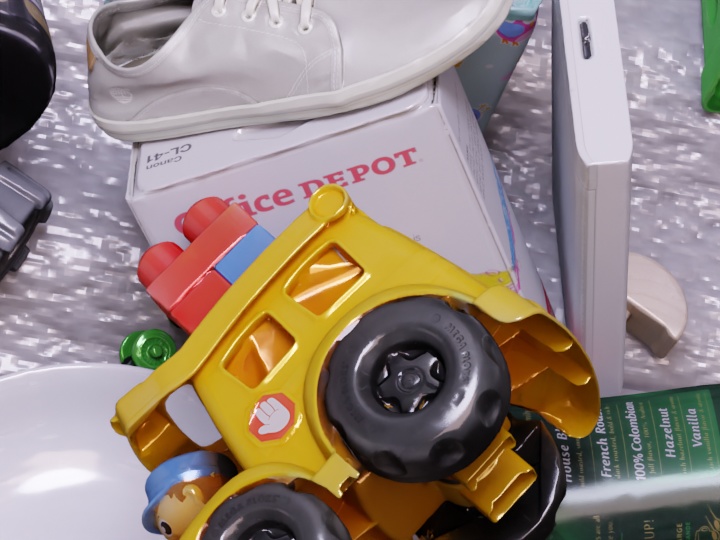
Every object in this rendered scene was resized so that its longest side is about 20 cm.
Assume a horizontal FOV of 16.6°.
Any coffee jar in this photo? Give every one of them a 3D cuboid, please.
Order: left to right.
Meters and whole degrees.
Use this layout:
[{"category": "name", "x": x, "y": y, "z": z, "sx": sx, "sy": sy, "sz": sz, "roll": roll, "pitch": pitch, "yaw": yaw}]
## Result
[{"category": "coffee jar", "x": 0.092, "y": 0.106, "z": 1.107, "sx": 0.199, "sy": 0.104, "sz": 0.086, "roll": -3, "pitch": 49, "yaw": -2}]

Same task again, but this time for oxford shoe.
[{"category": "oxford shoe", "x": -0.033, "y": -0.103, "z": 1.060, "sx": 0.199, "sy": 0.075, "sz": 0.058, "roll": -10, "pitch": 125, "yaw": 19}]

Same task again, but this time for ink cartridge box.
[{"category": "ink cartridge box", "x": 0.000, "y": 0.000, "z": 1.130, "sx": 0.147, "sy": 0.086, "sz": 0.200, "roll": -16, "pitch": 124, "yaw": 11}]

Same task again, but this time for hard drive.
[{"category": "hard drive", "x": 0.106, "y": -0.047, "z": 1.142, "sx": 0.026, "sy": 0.200, "sz": 0.132, "roll": -4, "pitch": 58, "yaw": 2}]

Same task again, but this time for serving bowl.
[{"category": "serving bowl", "x": -0.124, "y": 0.135, "z": 1.096, "sx": 0.199, "sy": 0.066, "sz": 0.200, "roll": 0, "pitch": 46, "yaw": 0}]

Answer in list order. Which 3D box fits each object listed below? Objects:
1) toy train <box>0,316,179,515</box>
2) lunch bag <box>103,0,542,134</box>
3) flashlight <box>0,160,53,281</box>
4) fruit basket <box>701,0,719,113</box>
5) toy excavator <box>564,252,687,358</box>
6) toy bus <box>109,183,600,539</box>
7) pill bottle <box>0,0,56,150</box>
[{"category": "toy train", "x": -0.104, "y": 0.065, "z": 1.197, "sx": 0.056, "sy": 0.042, "sz": 0.200, "roll": 47, "pitch": 75, "yaw": -10}, {"category": "lunch bag", "x": -0.020, "y": -0.143, "z": 1.177, "sx": 0.199, "sy": 0.170, "sz": 0.122, "roll": 15, "pitch": 63, "yaw": -6}, {"category": "flashlight", "x": -0.245, "y": -0.062, "z": 1.182, "sx": 0.200, "sy": 0.068, "sz": 0.068, "roll": 34, "pitch": 113, "yaw": 1}, {"category": "fruit basket", "x": 0.282, "y": -0.119, "z": 1.238, "sx": 0.215, "sy": 0.156, "sz": 0.216, "roll": 3, "pitch": 65, "yaw": -6}, {"category": "toy excavator", "x": 0.109, "y": 0.111, "z": 1.206, "sx": 0.194, "sy": 0.100, "sz": 0.200, "roll": -27, "pitch": 77, "yaw": -15}, {"category": "toy bus", "x": -0.032, "y": 0.065, "z": 1.011, "sx": 0.192, "sy": 0.136, "sz": 0.200, "roll": 37, "pitch": 81, "yaw": 28}, {"category": "pill bottle", "x": -0.213, "y": -0.156, "z": 1.154, "sx": 0.111, "sy": 0.112, "sz": 0.200, "roll": -10, "pitch": 58, "yaw": -12}]
